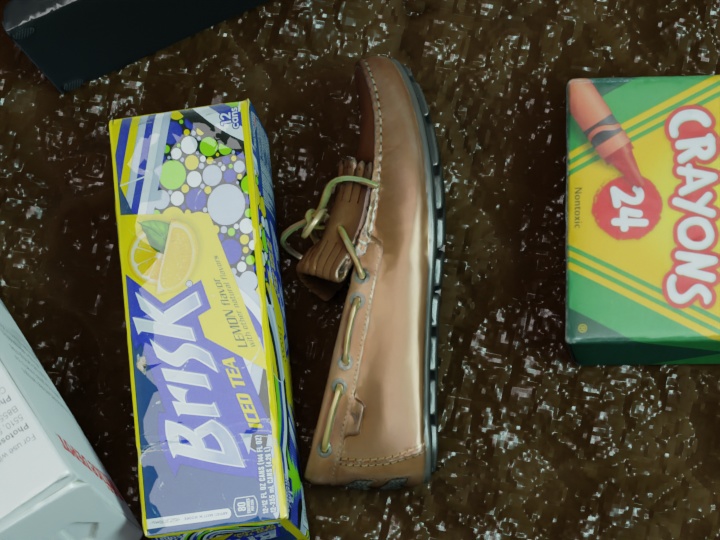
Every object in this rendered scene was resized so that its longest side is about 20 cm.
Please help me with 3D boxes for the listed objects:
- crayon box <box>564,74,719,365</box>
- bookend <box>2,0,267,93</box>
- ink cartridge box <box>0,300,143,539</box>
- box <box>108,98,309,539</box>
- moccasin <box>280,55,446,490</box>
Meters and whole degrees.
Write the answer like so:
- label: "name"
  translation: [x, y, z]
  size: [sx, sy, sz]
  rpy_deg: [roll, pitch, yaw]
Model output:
- label: "crayon box"
  translation: [0.194, -0.024, 1.359]
  size: [0.199, 0.051, 0.128]
  rpy_deg: [-2, 75, 9]
- label: "bookend"
  translation: [-0.100, -0.222, 1.440]
  size: [0.199, 0.092, 0.199]
  rpy_deg: [-25, 71, 4]
- label: "ink cartridge box"
  translation: [-0.195, 0.050, 1.356]
  size: [0.084, 0.146, 0.200]
  rpy_deg: [-33, 72, -1]
- label: "box"
  translation: [-0.070, 0.028, 1.383]
  size: [0.070, 0.064, 0.201]
  rpy_deg: [-8, 74, 7]
- label: "moccasin"
  translation: [0.000, 0.000, 1.379]
  size: [0.077, 0.074, 0.202]
  rpy_deg: [2, 85, 1]
